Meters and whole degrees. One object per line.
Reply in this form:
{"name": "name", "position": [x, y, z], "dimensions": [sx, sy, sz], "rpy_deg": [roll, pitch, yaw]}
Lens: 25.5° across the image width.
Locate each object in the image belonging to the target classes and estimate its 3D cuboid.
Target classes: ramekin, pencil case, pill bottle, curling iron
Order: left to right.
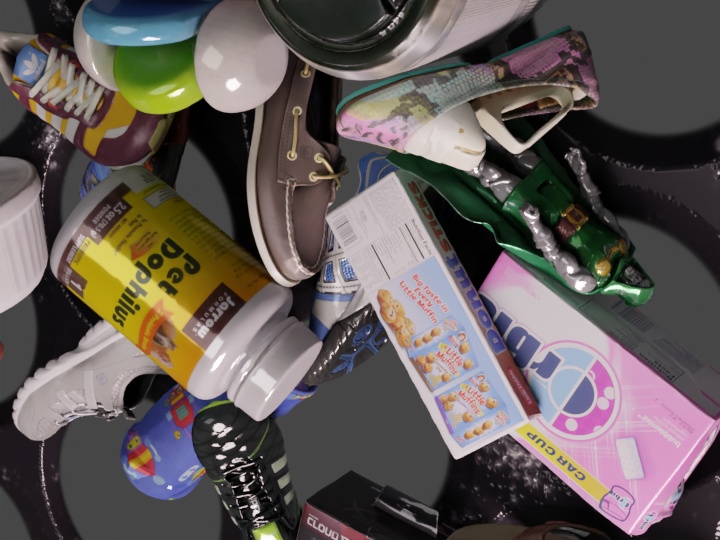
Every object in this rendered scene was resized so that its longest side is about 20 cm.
{"name": "ramekin", "position": [-0.363, -0.018, 1.371], "dimensions": [0.202, 0.202, 0.095], "rpy_deg": [1, 119, 32]}
{"name": "curling iron", "position": [-0.148, -0.105, 1.260], "dimensions": [0.025, 0.050, 0.201], "rpy_deg": [17, 94, -15]}
{"name": "pill bottle", "position": [-0.128, 0.020, 1.191], "dimensions": [0.200, 0.109, 0.109], "rpy_deg": [39, 122, 9]}
{"name": "pencil case", "position": [-0.116, 0.116, 1.318], "dimensions": [0.200, 0.087, 0.078], "rpy_deg": [-41, 56, 33]}

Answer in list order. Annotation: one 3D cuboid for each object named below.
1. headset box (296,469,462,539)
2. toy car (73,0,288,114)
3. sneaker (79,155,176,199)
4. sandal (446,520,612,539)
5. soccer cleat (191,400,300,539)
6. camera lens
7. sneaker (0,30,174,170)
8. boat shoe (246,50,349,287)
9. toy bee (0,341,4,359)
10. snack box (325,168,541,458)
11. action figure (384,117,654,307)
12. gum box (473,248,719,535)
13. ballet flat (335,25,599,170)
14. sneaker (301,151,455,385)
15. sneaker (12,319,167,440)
{"name": "headset box", "position": [0.018, 0.269, 1.280], "dimensions": [0.148, 0.075, 0.201], "rpy_deg": [24, 116, 25]}
{"name": "toy car", "position": [-0.131, -0.217, 1.151], "dimensions": [0.174, 0.150, 0.201], "rpy_deg": [16, 74, 33]}
{"name": "sneaker", "position": [-0.171, -0.018, 1.325], "dimensions": [0.078, 0.075, 0.201], "rpy_deg": [-36, 76, 44]}
{"name": "sandal", "position": [0.157, 0.213, 1.171], "dimensions": [0.200, 0.080, 0.058], "rpy_deg": [5, 126, 22]}
{"name": "soccer cleat", "position": [-0.082, 0.175, 1.265], "dimensions": [0.067, 0.200, 0.081], "rpy_deg": [-19, 50, 0]}
{"name": "camera lens", "position": [0.034, -0.216, 1.045], "dimensions": [0.159, 0.200, 0.161], "rpy_deg": [10, 110, 30]}
{"name": "sneaker", "position": [-0.230, -0.139, 1.265], "dimensions": [0.200, 0.090, 0.075], "rpy_deg": [25, 85, 47]}
{"name": "boat shoe", "position": [-0.042, -0.089, 1.182], "dimensions": [0.059, 0.072, 0.201], "rpy_deg": [-10, 71, 27]}
{"name": "toy bee", "position": [-0.440, 0.069, 1.494], "dimensions": [0.199, 0.109, 0.131], "rpy_deg": [17, 158, 36]}
{"name": "snack box", "position": [0.051, 0.031, 1.135], "dimensions": [0.072, 0.024, 0.201], "rpy_deg": [-31, 84, 33]}
{"name": "action figure", "position": [0.127, -0.048, 1.105], "dimensions": [0.200, 0.118, 0.055], "rpy_deg": [43, 150, 3]}
{"name": "gum box", "position": [0.164, 0.082, 1.133], "dimensions": [0.200, 0.066, 0.114], "rpy_deg": [40, 121, 17]}
{"name": "ballet flat", "position": [0.081, -0.107, 1.055], "dimensions": [0.071, 0.199, 0.069], "rpy_deg": [64, 152, 12]}
{"name": "sneaker", "position": [0.000, 0.000, 1.218], "dimensions": [0.077, 0.076, 0.200], "rpy_deg": [39, 112, 24]}
{"name": "sneaker", "position": [-0.232, 0.105, 1.390], "dimensions": [0.200, 0.075, 0.082], "rpy_deg": [-39, 81, 34]}
